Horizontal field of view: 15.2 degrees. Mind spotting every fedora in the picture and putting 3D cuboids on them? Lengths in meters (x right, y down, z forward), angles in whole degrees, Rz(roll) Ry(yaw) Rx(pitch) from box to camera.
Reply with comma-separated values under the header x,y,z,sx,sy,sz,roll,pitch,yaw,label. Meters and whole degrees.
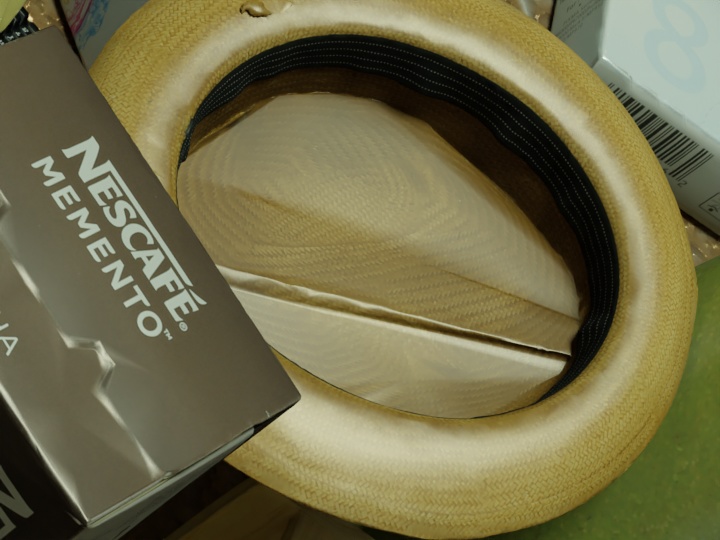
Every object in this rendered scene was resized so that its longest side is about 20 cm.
x,y,z,sx,sy,sz,roll,pitch,yaw,label
0.000,0.000,0.813,0.199,0.082,0.202,8,64,-17,fedora

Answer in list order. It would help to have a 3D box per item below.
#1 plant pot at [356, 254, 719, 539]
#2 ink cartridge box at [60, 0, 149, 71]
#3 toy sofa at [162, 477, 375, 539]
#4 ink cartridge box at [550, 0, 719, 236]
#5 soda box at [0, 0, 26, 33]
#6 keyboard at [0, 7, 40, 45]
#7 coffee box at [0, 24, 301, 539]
x,y,z,sx,sy,sz,roll,pitch,yaw,label
0.123,0.077,0.885,0.200,0.184,0.201,22,50,-29,plant pot
-0.042,-0.104,0.912,0.068,0.115,0.201,-5,66,-43,ink cartridge box
-0.039,0.164,0.761,0.097,0.083,0.201,37,44,-14,toy sofa
0.161,-0.106,1.141,0.160,0.047,0.201,32,48,-21,ink cartridge box
-0.124,-0.131,0.818,0.068,0.064,0.200,36,5,-17,soda box
-0.128,-0.068,0.807,0.104,0.040,0.200,43,16,-2,keyboard
-0.122,0.043,0.682,0.080,0.200,0.113,-28,83,-47,coffee box
